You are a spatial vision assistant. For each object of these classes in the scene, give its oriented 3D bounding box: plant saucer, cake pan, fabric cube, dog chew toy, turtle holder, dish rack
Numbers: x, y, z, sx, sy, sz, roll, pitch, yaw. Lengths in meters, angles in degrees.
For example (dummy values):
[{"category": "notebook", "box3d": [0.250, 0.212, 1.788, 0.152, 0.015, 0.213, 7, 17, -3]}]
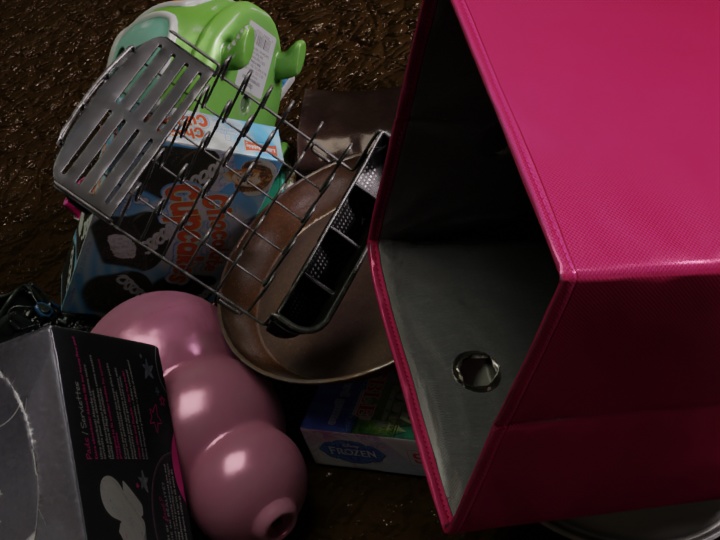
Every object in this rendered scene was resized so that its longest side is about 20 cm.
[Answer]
[{"category": "plant saucer", "box3d": [0.000, 0.000, 0.690, 0.197, 0.035, 0.202, -16, 43, 15]}, {"category": "cake pan", "box3d": [0.150, 0.065, 0.610, 0.197, 0.037, 0.202, 5, 49, -6]}, {"category": "fabric cube", "box3d": [0.129, -0.012, 0.515, 0.196, 0.202, 0.198, -3, 50, -15]}, {"category": "dog chew toy", "box3d": [-0.106, 0.102, 0.683, 0.124, 0.125, 0.200, -35, 49, -17]}, {"category": "turtle holder", "box3d": [-0.132, -0.125, 0.829, 0.130, 0.188, 0.141, 15, 30, 20]}, {"category": "dish rack", "box3d": [-0.083, -0.062, 0.649, 0.155, 0.199, 0.055, -61, 9, -30]}]

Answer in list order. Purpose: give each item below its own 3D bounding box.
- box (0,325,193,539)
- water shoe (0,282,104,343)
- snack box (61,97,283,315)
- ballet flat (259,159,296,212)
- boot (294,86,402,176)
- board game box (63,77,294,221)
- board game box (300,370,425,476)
[{"category": "box", "box3d": [-0.177, 0.149, 0.578, 0.130, 0.115, 0.203, -18, 74, 16]}, {"category": "water shoe", "box3d": [-0.254, 0.054, 0.827, 0.197, 0.080, 0.072, 1, 44, 25]}, {"category": "snack box", "box3d": [-0.144, -0.035, 0.763, 0.114, 0.201, 0.038, 7, 50, -25]}, {"category": "ballet flat", "box3d": [-0.083, -0.071, 0.903, 0.075, 0.064, 0.201, -38, 37, 11]}, {"category": "boot", "box3d": [0.032, -0.146, 0.895, 0.163, 0.073, 0.202, 10, 52, -1]}, {"category": "board game box", "box3d": [-0.174, -0.118, 0.959, 0.199, 0.026, 0.201, 18, 70, 50]}, {"category": "board game box", "box3d": [0.083, 0.051, 0.712, 0.196, 0.041, 0.201, 1, 45, 25]}]
